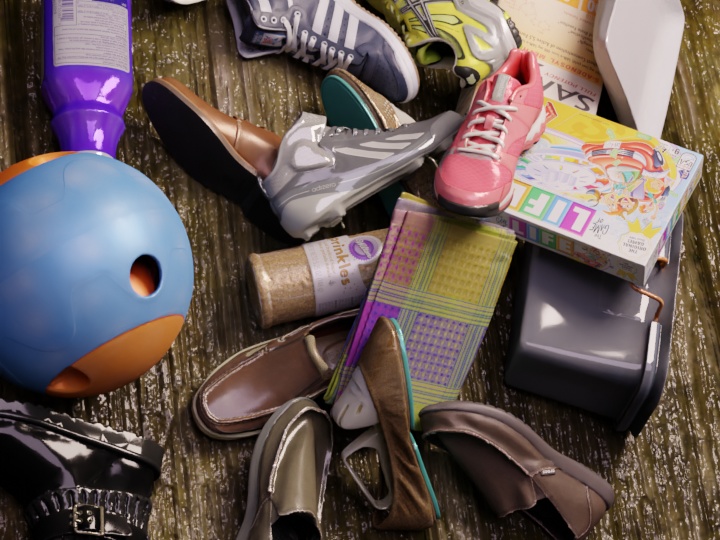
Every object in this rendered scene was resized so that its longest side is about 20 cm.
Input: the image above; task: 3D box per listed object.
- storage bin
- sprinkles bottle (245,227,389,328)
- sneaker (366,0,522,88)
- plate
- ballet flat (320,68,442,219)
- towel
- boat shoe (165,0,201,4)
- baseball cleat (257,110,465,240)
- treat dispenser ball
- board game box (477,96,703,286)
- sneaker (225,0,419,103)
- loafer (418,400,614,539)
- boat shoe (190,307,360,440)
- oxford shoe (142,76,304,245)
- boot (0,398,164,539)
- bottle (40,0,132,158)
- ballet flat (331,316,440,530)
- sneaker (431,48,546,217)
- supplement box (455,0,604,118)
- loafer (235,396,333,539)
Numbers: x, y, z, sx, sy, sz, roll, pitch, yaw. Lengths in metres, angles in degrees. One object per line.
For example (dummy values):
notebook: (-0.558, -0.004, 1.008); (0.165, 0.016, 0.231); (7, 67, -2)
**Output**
storage bin: (0.212, 0.031, 1.747); (0.133, 0.146, 0.201); (12, 62, -2)
sprinkles bottle: (0.000, 0.000, 1.698); (0.198, 0.068, 0.069); (-12, 69, -10)
sneaker: (0.060, -0.241, 1.816); (0.076, 0.076, 0.199); (-45, 50, -17)
plate: (0.271, -0.236, 1.880); (0.032, 0.200, 0.201); (2, 57, 25)
ballet flat: (0.034, -0.105, 1.787); (0.065, 0.070, 0.201); (-25, 84, -37)
towel: (0.054, 0.040, 1.657); (0.143, 0.023, 0.202); (13, 101, -38)
boat shoe: (-0.138, -0.322, 1.830); (0.072, 0.060, 0.202); (52, 57, -25)
baseball cleat: (0.000, -0.112, 1.701); (0.199, 0.070, 0.107); (-33, 88, -23)
treat dispenser ball: (-0.236, 0.004, 1.559); (0.199, 0.201, 0.203); (8, 63, -15)
board game box: (0.191, -0.080, 1.720); (0.199, 0.034, 0.135); (22, 61, 18)
sneaker: (-0.042, -0.215, 1.806); (0.108, 0.070, 0.200); (-37, 77, -31)
loafer: (0.134, 0.179, 1.668); (0.199, 0.073, 0.071); (30, 64, -14)
boat shoe: (-0.055, 0.080, 1.659); (0.201, 0.075, 0.075); (-26, 76, -27)
oxford shoe: (-0.113, -0.112, 1.738); (0.200, 0.071, 0.071); (41, 54, -10)
boot: (-0.260, 0.196, 1.530); (0.209, 0.079, 0.159); (15, 62, -13)
bottle: (-0.246, -0.173, 1.718); (0.083, 0.065, 0.202); (3, 65, -17)
ballet flat: (0.016, 0.138, 1.619); (0.072, 0.201, 0.068); (-16, 26, -8)
sneaker: (0.111, -0.124, 1.657); (0.073, 0.087, 0.201); (13, 40, 14)
supplement box: (0.171, -0.190, 1.865); (0.125, 0.074, 0.201); (20, 61, -8)
loafer: (-0.055, 0.201, 1.593); (0.075, 0.069, 0.202); (33, 61, -39)
